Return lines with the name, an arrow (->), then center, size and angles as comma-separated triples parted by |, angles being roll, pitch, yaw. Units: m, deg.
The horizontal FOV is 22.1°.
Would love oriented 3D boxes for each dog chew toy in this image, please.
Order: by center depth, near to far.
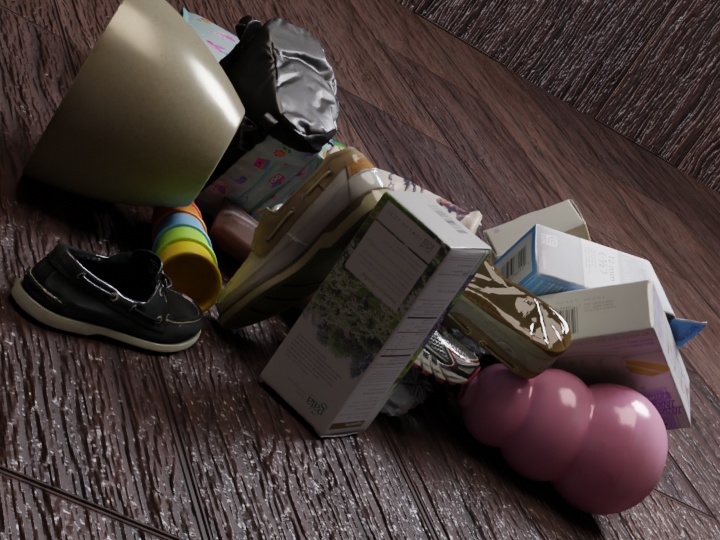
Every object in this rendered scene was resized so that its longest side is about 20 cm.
dog chew toy -> 0.185, 0.149, 1.725 | 0.199, 0.125, 0.125 | 23, 17, -10

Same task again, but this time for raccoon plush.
raccoon plush -> 0.044, 0.084, 1.750 | 0.200, 0.134, 0.097 | -32, 80, -39

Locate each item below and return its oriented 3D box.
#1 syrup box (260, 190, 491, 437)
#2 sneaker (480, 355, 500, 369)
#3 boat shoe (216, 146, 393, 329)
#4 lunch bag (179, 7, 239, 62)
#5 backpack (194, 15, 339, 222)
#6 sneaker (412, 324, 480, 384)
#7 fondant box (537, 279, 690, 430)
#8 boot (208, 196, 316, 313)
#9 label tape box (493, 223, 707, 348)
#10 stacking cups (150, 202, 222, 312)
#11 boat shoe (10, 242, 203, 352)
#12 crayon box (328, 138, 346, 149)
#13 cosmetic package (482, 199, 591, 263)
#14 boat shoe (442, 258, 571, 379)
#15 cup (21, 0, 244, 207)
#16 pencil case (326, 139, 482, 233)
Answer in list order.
syrup box -> 0.012, 0.037, 1.532 | 0.079, 0.200, 0.081 | 41, 19, 23
sneaker -> 0.129, 0.059, 1.941 | 0.089, 0.079, 0.200 | 19, 21, -36
boat shoe -> -0.054, -0.026, 1.575 | 0.075, 0.200, 0.069 | 5, 51, -60
lunch bag -> -0.153, -0.192, 2.032 | 0.170, 0.122, 0.200 | 31, 10, -15
backpack -> -0.109, -0.128, 1.796 | 0.126, 0.200, 0.167 | 25, 42, -28
sneaker -> 0.038, 0.018, 1.626 | 0.200, 0.075, 0.081 | 49, 8, -5
fondant box -> 0.233, 0.092, 1.789 | 0.200, 0.144, 0.058 | 58, 28, -53
boot -> -0.075, 0.005, 1.704 | 0.200, 0.064, 0.186 | 41, 3, 11
label tape box -> 0.219, 0.040, 1.821 | 0.199, 0.143, 0.066 | 16, 53, -24
stacking cups -> -0.159, -0.019, 1.638 | 0.060, 0.061, 0.200 | 30, 12, -17
boat shoe -> -0.184, 0.013, 1.452 | 0.199, 0.066, 0.075 | 16, 23, -49
crayon box -> -0.026, -0.095, 2.129 | 0.126, 0.052, 0.200 | 36, 16, 6
cosmetic package -> 0.208, 0.039, 1.930 | 0.071, 0.105, 0.201 | -110, 178, -65
boat shoe -> 0.097, 0.026, 1.682 | 0.200, 0.066, 0.074 | 41, 43, 12
cup -> -0.188, -0.135, 1.632 | 0.143, 0.201, 0.200 | 32, 16, -9
pencil case -> 0.034, -0.069, 2.012 | 0.199, 0.078, 0.090 | 25, 40, -2
